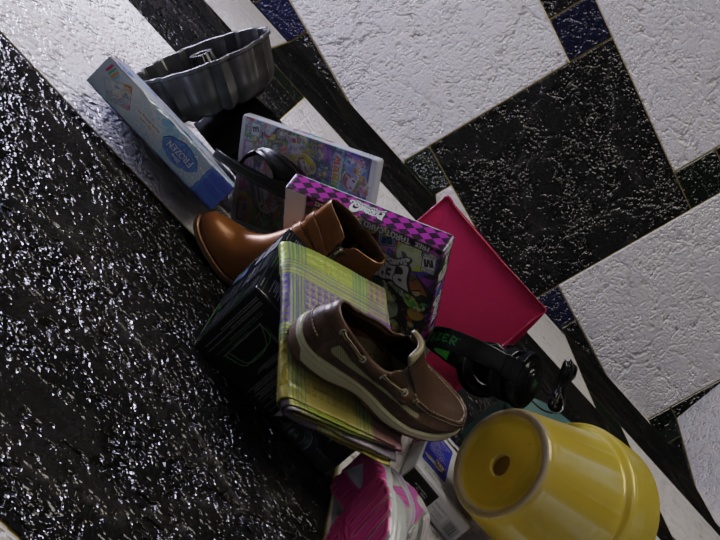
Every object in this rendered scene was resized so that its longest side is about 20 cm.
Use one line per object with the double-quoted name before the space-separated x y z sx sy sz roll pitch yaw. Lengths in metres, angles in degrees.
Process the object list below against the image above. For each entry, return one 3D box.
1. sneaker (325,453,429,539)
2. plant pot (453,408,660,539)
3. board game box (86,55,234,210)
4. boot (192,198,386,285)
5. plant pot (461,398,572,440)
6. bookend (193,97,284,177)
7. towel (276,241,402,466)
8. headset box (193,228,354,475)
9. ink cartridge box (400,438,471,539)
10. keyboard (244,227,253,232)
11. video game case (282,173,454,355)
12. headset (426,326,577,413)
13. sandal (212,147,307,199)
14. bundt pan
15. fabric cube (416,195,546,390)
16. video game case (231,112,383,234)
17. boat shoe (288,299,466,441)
"sneaker" 0.026 0.232 0.977 0.088 0.081 0.200 44 13 -11
"plant pot" 0.209 0.253 1.232 0.188 0.201 0.201 36 17 -36
"board game box" -0.233 -0.165 1.295 0.199 0.043 0.200 48 1 -10
"boot" -0.079 -0.027 1.194 0.200 0.155 0.077 46 37 1
"plant pot" 0.232 0.261 1.450 0.200 0.141 0.142 44 12 -39
"bookend" -0.121 -0.136 1.507 0.201 0.092 0.199 52 -3 -28
"towel" -0.023 0.073 1.005 0.143 0.023 0.202 28 40 -32
"headset box" -0.050 0.082 1.099 0.200 0.093 0.174 46 20 -11
"ink cartridge box" 0.098 0.248 1.299 0.095 0.037 0.200 50 14 1
"keyboard" -0.095 -0.001 1.420 0.128 0.021 0.200 55 14 26
"video game case" 0.000 0.000 1.245 0.198 0.183 0.036 23 45 15
"headset" 0.170 0.107 1.255 0.199 0.095 0.123 33 -11 -26
"sandal" -0.083 -0.108 1.294 0.199 0.048 0.075 26 2 12
"bundt pan" -0.204 -0.257 1.455 0.202 0.199 0.077 -100 172 -68
"fabric cube" 0.101 0.053 1.417 0.197 0.199 0.199 50 -5 9
"video game case" -0.070 -0.098 1.335 0.198 0.145 0.018 21 25 24
"boat shoe" 0.033 0.090 0.968 0.201 0.075 0.075 30 39 -31
